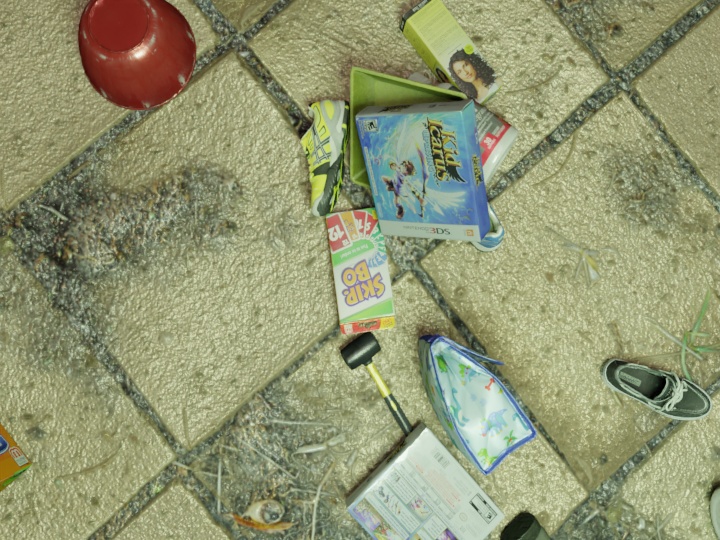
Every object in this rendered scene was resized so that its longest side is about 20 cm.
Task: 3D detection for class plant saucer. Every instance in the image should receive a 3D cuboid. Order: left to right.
[{"bbox_3d":[0.077,-0.211,0.962,0.197,0.203,0.048,22,43,24],"label":"plant saucer"}]

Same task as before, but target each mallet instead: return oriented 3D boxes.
[{"bbox_3d":[0.032,0.205,1.009,0.065,0.041,0.204,-24,91,-6],"label":"mallet"}]

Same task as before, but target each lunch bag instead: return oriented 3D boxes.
[{"bbox_3d":[0.162,0.186,0.949,0.126,0.170,0.202,-36,87,-5],"label":"lunch bag"}]

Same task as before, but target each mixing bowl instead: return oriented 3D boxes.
[{"bbox_3d":[-0.375,-0.379,0.988,0.195,0.108,0.205,0,85,-4],"label":"mixing bowl"}]

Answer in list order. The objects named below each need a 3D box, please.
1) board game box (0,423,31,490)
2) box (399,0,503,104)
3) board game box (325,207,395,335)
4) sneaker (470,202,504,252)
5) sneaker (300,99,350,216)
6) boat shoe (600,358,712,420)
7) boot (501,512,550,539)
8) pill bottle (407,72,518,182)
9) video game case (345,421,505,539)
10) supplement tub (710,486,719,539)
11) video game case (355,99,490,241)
[{"bbox_3d":[-0.657,0.293,0.874,0.199,0.200,0.201,-40,89,-6],"label":"board game box"},{"bbox_3d":[0.156,-0.372,1.050,0.075,0.050,0.201,-39,88,-6],"label":"box"},{"bbox_3d":[0.000,0.000,1.013,0.093,0.030,0.205,-8,81,-4],"label":"board game box"},{"bbox_3d":[0.172,-0.120,1.019,0.200,0.077,0.076,45,86,3],"label":"sneaker"},{"bbox_3d":[-0.064,-0.188,1.018,0.074,0.076,0.205,7,75,4],"label":"sneaker"},{"bbox_3d":[0.508,0.200,1.020,0.196,0.068,0.075,26,85,-2],"label":"boat shoe"},{"bbox_3d":[0.253,0.509,0.987,0.199,0.068,0.131,-40,95,-4],"label":"boot"},{"bbox_3d":[0.151,-0.237,1.003,0.198,0.111,0.112,36,85,8],"label":"pill bottle"},{"bbox_3d":[0.104,0.386,0.986,0.181,0.045,0.201,-43,95,-6],"label":"video game case"},{"bbox_3d":[0.695,0.401,0.991,0.195,0.123,0.126,-9,86,-5],"label":"supplement tub"},{"bbox_3d":[0.095,-0.146,0.918,0.178,0.045,0.204,6,125,34],"label":"video game case"}]
